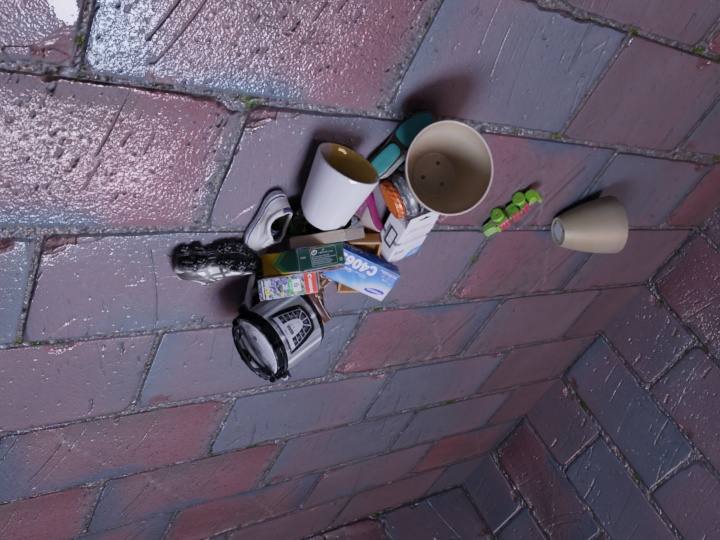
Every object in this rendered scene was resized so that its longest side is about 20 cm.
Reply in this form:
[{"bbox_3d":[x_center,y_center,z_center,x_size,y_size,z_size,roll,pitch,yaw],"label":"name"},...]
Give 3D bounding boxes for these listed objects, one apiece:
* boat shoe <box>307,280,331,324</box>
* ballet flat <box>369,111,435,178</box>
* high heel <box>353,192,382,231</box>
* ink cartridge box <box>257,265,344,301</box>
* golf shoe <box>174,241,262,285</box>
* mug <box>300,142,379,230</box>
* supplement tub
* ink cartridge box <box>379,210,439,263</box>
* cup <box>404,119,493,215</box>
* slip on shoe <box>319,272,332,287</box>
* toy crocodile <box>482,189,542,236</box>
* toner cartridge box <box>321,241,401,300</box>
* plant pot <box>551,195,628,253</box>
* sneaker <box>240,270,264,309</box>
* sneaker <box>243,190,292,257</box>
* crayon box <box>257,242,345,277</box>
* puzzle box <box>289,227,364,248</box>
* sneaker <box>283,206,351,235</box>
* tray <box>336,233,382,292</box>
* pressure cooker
[{"bbox_3d":[-0.127,0.046,1.776,0.070,0.070,0.201,-37,113,-7],"label":"boat shoe"},{"bbox_3d":[0.095,-0.290,1.629,0.200,0.068,0.064,-42,174,15],"label":"ballet flat"},{"bbox_3d":[0.028,-0.159,1.741,0.098,0.066,0.200,-68,162,-4],"label":"high heel"},{"bbox_3d":[-0.130,0.028,1.616,0.196,0.051,0.109,-8,-176,1],"label":"ink cartridge box"},{"bbox_3d":[-0.324,-0.011,1.599,0.197,0.079,0.095,4,147,-23],"label":"golf shoe"},{"bbox_3d":[-0.044,-0.172,1.554,0.185,0.150,0.154,0,132,-44],"label":"mug"},{"bbox_3d":[0.154,-0.213,1.710,0.198,0.123,0.123,-29,148,-7],"label":"supplement tub"},{"bbox_3d":[0.122,-0.111,1.826,0.115,0.068,0.201,-23,158,-31],"label":"ink cartridge box"},{"bbox_3d":[0.181,-0.222,1.580,0.198,0.203,0.143,-28,-174,-8],"label":"cup"},{"bbox_3d":[-0.140,0.035,1.841,0.200,0.060,0.076,-48,114,-6],"label":"slip on shoe"},{"bbox_3d":[0.447,-0.168,2.087,0.199,0.062,0.067,-37,148,6],"label":"toy crocodile"},{"bbox_3d":[0.000,0.000,1.823,0.198,0.043,0.095,24,119,-30],"label":"toner cartridge box"},{"bbox_3d":[0.730,-0.137,2.296,0.196,0.189,0.189,-8,142,-11],"label":"plant pot"},{"bbox_3d":[-0.271,0.087,1.777,0.075,0.080,0.203,-23,129,-42],"label":"sneaker"},{"bbox_3d":[-0.211,-0.085,1.600,0.072,0.071,0.201,-7,142,-35],"label":"sneaker"},{"bbox_3d":[-0.142,-0.024,1.616,0.124,0.053,0.199,-11,-177,-36],"label":"crayon box"},{"bbox_3d":[-0.073,-0.076,1.645,0.131,0.026,0.200,-8,-178,13],"label":"puzzle box"},{"bbox_3d":[-0.100,-0.125,1.666,0.198,0.080,0.084,-9,177,-44],"label":"sneaker"},{"bbox_3d":[-0.005,-0.018,1.881,0.097,0.037,0.202,-1,139,-10],"label":"tray"},{"bbox_3d":[-0.205,0.159,1.688,0.199,0.175,0.181,-34,137,-35],"label":"pressure cooker"}]
